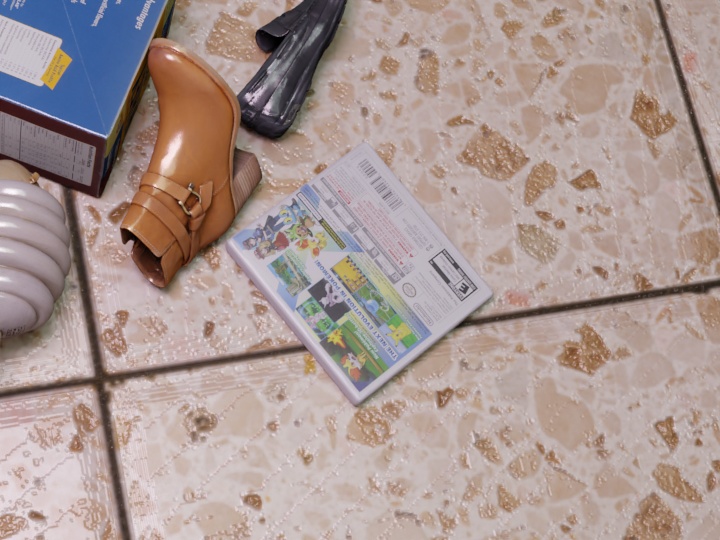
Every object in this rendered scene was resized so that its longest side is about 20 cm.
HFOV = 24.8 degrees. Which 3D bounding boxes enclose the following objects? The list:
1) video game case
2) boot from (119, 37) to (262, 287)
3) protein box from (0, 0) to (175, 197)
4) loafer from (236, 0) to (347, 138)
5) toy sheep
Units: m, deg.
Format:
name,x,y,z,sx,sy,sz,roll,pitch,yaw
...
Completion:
name,x,y,z,sx,sy,sz,roll,pitch,yaw
video game case,0.000,0.000,1.578,0.182,0.022,0.200,-37,82,-23
boot,-0.177,-0.096,1.494,0.076,0.201,0.155,20,58,32
protein box,-0.297,-0.211,1.524,0.199,0.135,0.200,21,66,-5
loafer,-0.069,-0.227,1.620,0.070,0.068,0.201,28,69,-12
toy sheep,-0.322,-0.008,1.447,0.137,0.138,0.201,8,64,-10
